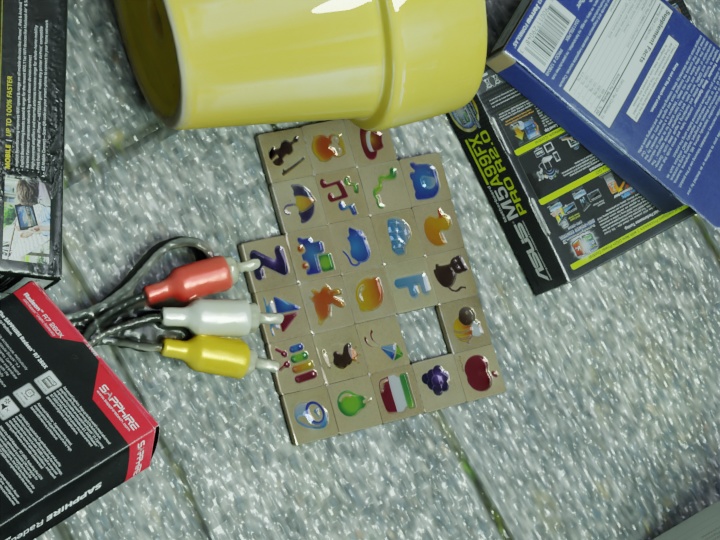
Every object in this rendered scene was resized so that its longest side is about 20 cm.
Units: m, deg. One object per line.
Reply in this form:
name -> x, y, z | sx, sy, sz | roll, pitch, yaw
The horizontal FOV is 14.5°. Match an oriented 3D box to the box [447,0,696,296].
box -> 0.166, -0.095, 1.940 | 0.200, 0.044, 0.161 | -28, 93, -32

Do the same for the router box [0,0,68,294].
router box -> -0.251, -0.094, 1.689 | 0.149, 0.051, 0.201 | 8, 73, -27

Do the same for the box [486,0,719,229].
box -> 0.188, -0.126, 1.914 | 0.200, 0.032, 0.121 | 38, 62, -14

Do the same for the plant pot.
plant pot -> -0.046, -0.174, 1.758 | 0.188, 0.201, 0.202 | -16, 86, -18

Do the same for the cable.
cable -> -0.144, 0.027, 1.722 | 0.199, 0.050, 0.098 | -6, 78, -31

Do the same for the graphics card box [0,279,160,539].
graphics card box -> -0.230, 0.106, 1.613 | 0.200, 0.051, 0.126 | -32, 68, -27

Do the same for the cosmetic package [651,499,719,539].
cosmetic package -> 0.257, 0.256, 1.791 | 0.167, 0.166, 0.200 | 48, 35, -10

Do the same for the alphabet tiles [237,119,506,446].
alphabet tiles -> 0.000, 0.000, 1.839 | 0.167, 0.008, 0.201 | -12, 83, -32
